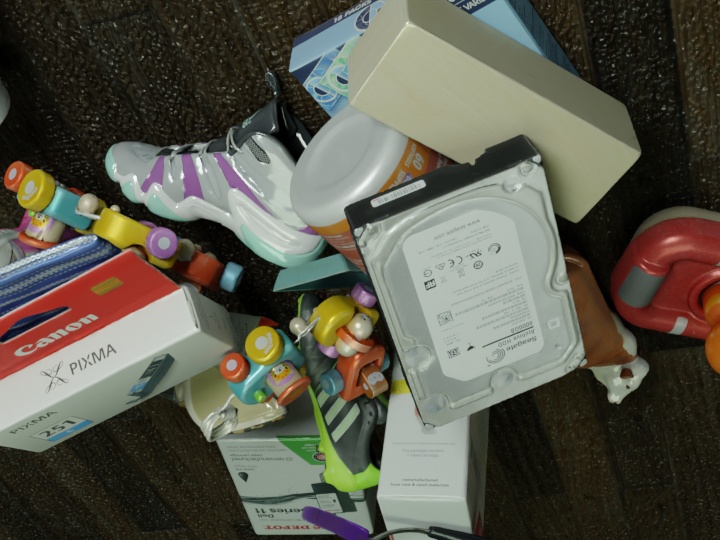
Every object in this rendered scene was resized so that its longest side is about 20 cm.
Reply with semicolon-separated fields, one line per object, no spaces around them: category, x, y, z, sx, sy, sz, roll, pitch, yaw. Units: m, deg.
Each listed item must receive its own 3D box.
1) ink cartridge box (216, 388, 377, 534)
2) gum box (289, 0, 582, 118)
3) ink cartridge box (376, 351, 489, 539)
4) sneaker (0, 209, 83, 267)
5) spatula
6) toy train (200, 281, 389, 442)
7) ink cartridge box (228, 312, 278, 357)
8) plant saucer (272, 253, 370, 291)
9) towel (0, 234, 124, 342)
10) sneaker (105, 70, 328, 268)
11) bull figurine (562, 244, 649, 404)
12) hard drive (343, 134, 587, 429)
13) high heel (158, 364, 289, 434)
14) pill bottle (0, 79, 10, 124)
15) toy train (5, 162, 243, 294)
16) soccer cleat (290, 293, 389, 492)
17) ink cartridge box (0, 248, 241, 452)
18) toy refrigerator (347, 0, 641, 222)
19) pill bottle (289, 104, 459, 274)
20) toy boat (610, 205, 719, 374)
ink cartridge box;-0.063;0.207;1.232;0.145;0.084;0.201;-3;138;9
gum box;0.072;-0.134;0.861;0.169;0.045;0.200;-22;131;28
ink cartridge box;0.076;0.168;1.085;0.083;0.201;0.146;-2;139;13
sneaker;-0.267;0.007;0.937;0.088;0.200;0.082;27;120;-3
spatula;0.045;0.235;0.995;0.198;0.021;0.057;8;152;-1
toy train;-0.035;0.092;0.958;0.199;0.056;0.151;-20;141;-37
ink cartridge box;-0.175;0.070;1.039;0.158;0.048;0.200;-6;172;11
plant saucer;0.000;0.000;0.954;0.069;0.019;0.200;-16;175;24
towel;-0.220;0.035;0.842;0.144;0.024;0.200;-23;160;4
sneaker;-0.103;-0.101;0.909;0.198;0.078;0.141;21;118;1
bull figurine;0.190;0.050;1.039;0.120;0.065;0.201;-10;133;25
hard drive;0.082;0.015;0.811;0.139;0.038;0.201;-21;127;-2
high heel;-0.126;0.119;1.106;0.198;0.072;0.142;7;178;30
pill bottle;-0.333;-0.183;0.801;0.111;0.113;0.201;-5;137;12
toy train;-0.200;-0.021;0.920;0.199;0.056;0.150;24;176;1
soccer cleat;-0.015;0.115;1.088;0.080;0.068;0.202;-11;99;10
ink cartridge box;-0.212;0.070;0.852;0.199;0.045;0.176;-27;160;7
toy refrigerator;0.094;-0.119;0.792;0.199;0.070;0.076;24;127;-21
pill bottle;0.049;-0.032;0.862;0.112;0.113;0.200;-27;130;32
toy boat;0.318;0.035;0.957;0.198;0.132;0.131;11;139;-5
